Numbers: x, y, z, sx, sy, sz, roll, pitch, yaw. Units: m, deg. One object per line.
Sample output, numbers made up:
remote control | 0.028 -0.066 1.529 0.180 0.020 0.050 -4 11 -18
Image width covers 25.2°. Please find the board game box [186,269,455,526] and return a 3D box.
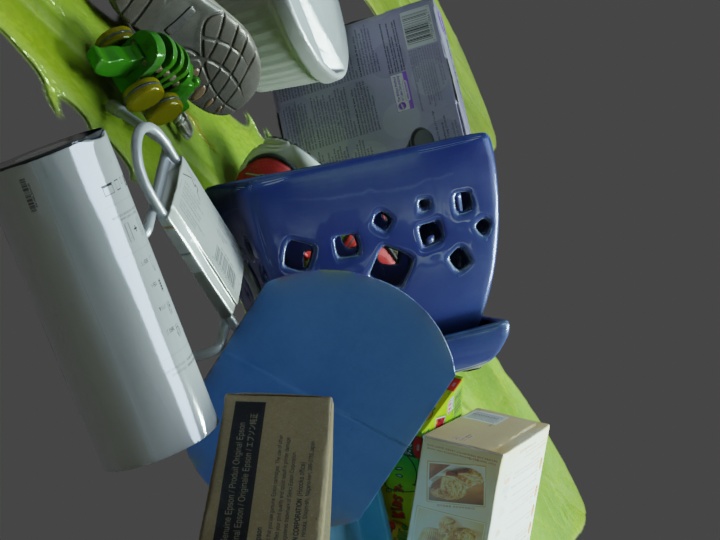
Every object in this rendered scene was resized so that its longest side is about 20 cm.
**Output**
board game box | -0.034 0.087 1.161 0.158 0.200 0.039 29 11 -18

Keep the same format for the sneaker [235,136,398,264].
sneaker | -0.033 -0.032 1.440 0.200 0.085 0.077 42 -6 -17

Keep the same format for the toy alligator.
toy alligator | -0.149 -0.147 1.234 0.059 0.054 0.200 61 8 16

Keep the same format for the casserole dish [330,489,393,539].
casserole dish | -0.022 0.203 1.300 0.121 0.039 0.200 -23 102 -62

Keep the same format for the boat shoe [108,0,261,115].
boat shoe | -0.145 -0.202 1.293 0.072 0.076 0.200 52 -2 40

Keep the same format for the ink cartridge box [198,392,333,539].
ink cartridge box | -0.059 0.203 1.008 0.165 0.075 0.200 -87 180 -55

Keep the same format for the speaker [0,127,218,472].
speaker | -0.156 0.019 0.983 0.081 0.081 0.200 -58 129 -71

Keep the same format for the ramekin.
ramekin | -0.091 -0.262 1.529 0.202 0.094 0.203 -17 90 -76

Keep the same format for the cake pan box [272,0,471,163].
cake pan box | 0.010 -0.159 1.607 0.052 0.184 0.200 45 30 -70

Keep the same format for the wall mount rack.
wall mount rack | -0.136 -0.034 1.153 0.174 0.075 0.200 -85 154 -47

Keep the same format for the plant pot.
plant pot | 0.000 0.000 1.271 0.200 0.200 0.180 -173 -109 -74

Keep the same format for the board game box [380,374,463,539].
board game box | 0.048 0.197 1.410 0.102 0.048 0.200 -45 142 -55

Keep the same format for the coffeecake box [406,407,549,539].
coffeecake box | 0.094 0.232 1.375 0.154 0.073 0.200 -11 111 -69
